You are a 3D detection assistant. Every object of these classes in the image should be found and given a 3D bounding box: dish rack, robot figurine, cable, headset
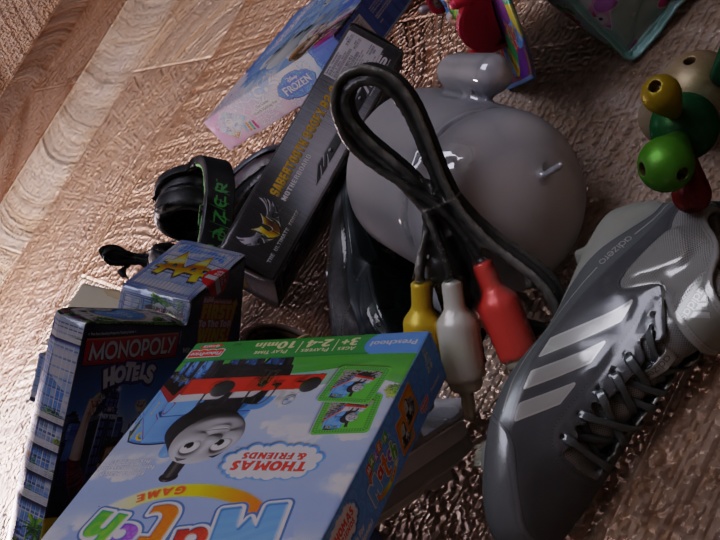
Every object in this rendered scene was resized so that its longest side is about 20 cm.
[{"bbox_3d":[-0.037,0.130,0.668,0.172,0.044,0.200,-25,8,-36],"label":"dish rack"},{"bbox_3d":[0.064,-0.052,0.696,0.200,0.113,0.170,-143,51,-62],"label":"robot figurine"},{"bbox_3d":[0.047,-0.018,0.593,0.097,0.200,0.050,-13,17,24],"label":"cable"},{"bbox_3d":[-0.159,-0.027,0.935,0.200,0.094,0.124,154,124,-66],"label":"headset"}]

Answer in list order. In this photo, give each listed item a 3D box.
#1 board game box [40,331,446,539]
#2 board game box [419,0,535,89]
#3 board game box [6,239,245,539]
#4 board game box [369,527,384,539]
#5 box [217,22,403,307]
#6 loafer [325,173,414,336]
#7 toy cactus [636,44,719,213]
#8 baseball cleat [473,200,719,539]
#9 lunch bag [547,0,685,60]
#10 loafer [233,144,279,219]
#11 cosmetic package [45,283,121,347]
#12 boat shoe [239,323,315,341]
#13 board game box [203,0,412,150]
[{"bbox_3d":[-0.059,0.102,0.547,0.151,0.037,0.200,-5,30,26],"label":"board game box"},{"bbox_3d":[0.061,-0.192,0.767,0.039,0.158,0.200,-26,6,3],"label":"board game box"},{"bbox_3d":[-0.148,0.077,0.744,0.062,0.200,0.200,13,92,27],"label":"board game box"},{"bbox_3d":[-0.044,0.230,0.645,0.200,0.039,0.158,-16,49,37],"label":"board game box"},{"bbox_3d":[-0.038,-0.076,0.876,0.200,0.048,0.158,-61,-1,-8],"label":"box"},{"bbox_3d":[0.000,0.000,0.790,0.072,0.073,0.200,-45,28,29],"label":"loafer"},{"bbox_3d":[0.201,-0.102,0.573,0.200,0.102,0.165,-58,3,-16],"label":"toy cactus"},{"bbox_3d":[0.126,0.047,0.541,0.106,0.070,0.200,-5,57,56],"label":"baseball cleat"},{"bbox_3d":[0.125,-0.259,0.730,0.122,0.200,0.170,-46,28,18],"label":"lunch bag"},{"bbox_3d":[-0.111,-0.027,1.010,0.200,0.072,0.063,-46,47,32],"label":"loafer"},{"bbox_3d":[-0.189,0.071,0.975,0.200,0.103,0.073,8,66,58],"label":"cosmetic package"},{"bbox_3d":[-0.044,0.072,0.710,0.072,0.060,0.200,-19,7,-11],"label":"boat shoe"},{"bbox_3d":[-0.034,-0.221,1.057,0.199,0.043,0.200,-24,26,45],"label":"board game box"}]
